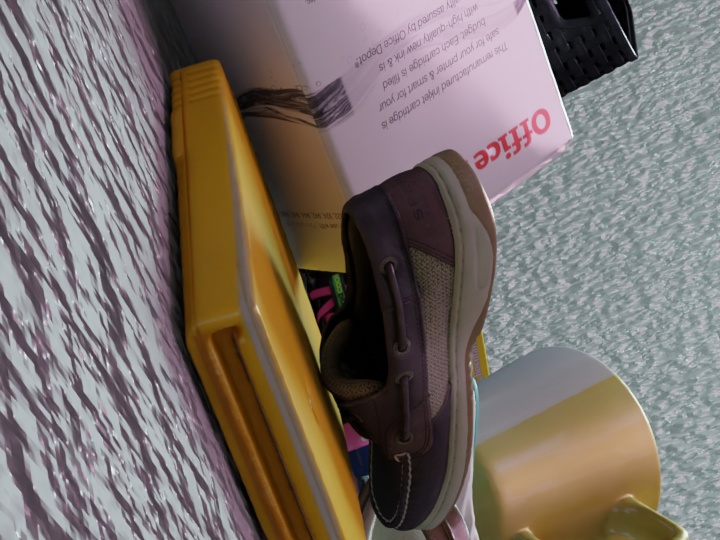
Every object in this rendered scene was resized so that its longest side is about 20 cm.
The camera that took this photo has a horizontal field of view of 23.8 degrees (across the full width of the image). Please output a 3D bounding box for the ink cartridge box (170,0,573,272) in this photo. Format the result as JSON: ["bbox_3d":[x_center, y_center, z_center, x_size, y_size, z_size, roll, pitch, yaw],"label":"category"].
[{"bbox_3d":[0.000,-0.118,0.797,0.084,0.145,0.201,5,-57,51],"label":"ink cartridge box"}]

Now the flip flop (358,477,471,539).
[{"bbox_3d":[0.036,0.139,0.890,0.201,0.057,0.082,-68,144,-51],"label":"flip flop"}]

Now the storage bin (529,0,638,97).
[{"bbox_3d":[0.085,-0.173,0.964,0.136,0.093,0.200,61,14,-12],"label":"storage bin"}]

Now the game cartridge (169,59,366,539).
[{"bbox_3d":[-0.039,0.030,0.707,0.201,0.032,0.177,-106,178,-56],"label":"game cartridge"}]

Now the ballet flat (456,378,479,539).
[{"bbox_3d":[0.036,0.153,1.000,0.069,0.069,0.202,31,56,-85],"label":"ballet flat"}]

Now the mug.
[{"bbox_3d":[0.101,0.136,1.097,0.186,0.152,0.151,-15,-91,51],"label":"mug"}]

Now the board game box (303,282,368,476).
[{"bbox_3d":[0.000,0.000,1.052,0.152,0.036,0.201,-65,142,-56],"label":"board game box"}]

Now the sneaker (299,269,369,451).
[{"bbox_3d":[-0.002,0.020,0.899,0.088,0.073,0.200,61,22,-21],"label":"sneaker"}]

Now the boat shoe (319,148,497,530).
[{"bbox_3d":[0.013,0.038,0.735,0.072,0.064,0.201,-117,-156,-43],"label":"boat shoe"}]

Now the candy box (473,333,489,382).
[{"bbox_3d":[0.056,0.025,1.248,0.102,0.026,0.202,41,-34,57],"label":"candy box"}]
